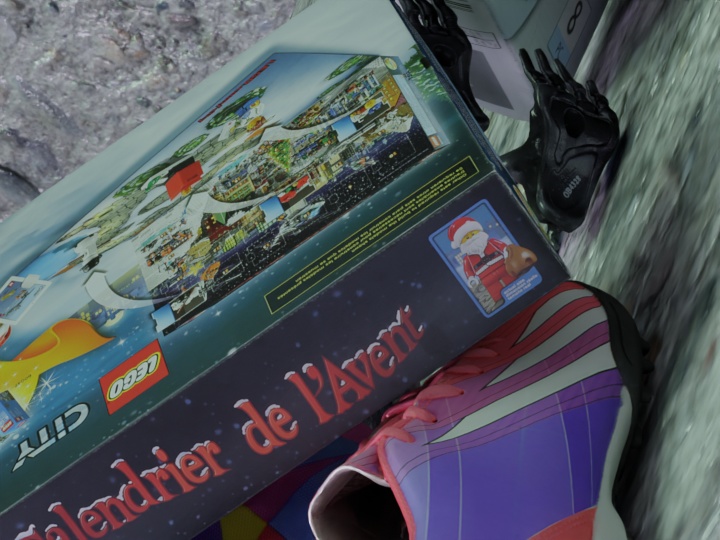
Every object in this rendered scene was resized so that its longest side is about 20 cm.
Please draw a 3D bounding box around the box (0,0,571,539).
[{"bbox_3d":[-0.055,0.015,0.719,0.200,0.038,0.137,-35,30,5],"label":"box"}]

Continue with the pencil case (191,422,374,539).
[{"bbox_3d":[-0.040,0.051,0.792,0.200,0.088,0.089,41,115,42],"label":"pencil case"}]

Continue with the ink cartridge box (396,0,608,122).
[{"bbox_3d":[0.067,-0.168,0.905,0.200,0.047,0.160,-64,-23,-11],"label":"ink cartridge box"}]

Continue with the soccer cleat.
[{"bbox_3d":[0.025,0.049,0.662,0.200,0.073,0.068,-80,14,-63],"label":"soccer cleat"}]

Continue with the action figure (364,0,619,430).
[{"bbox_3d":[0.000,0.000,0.904,0.200,0.119,0.102,-52,27,37],"label":"action figure"}]
